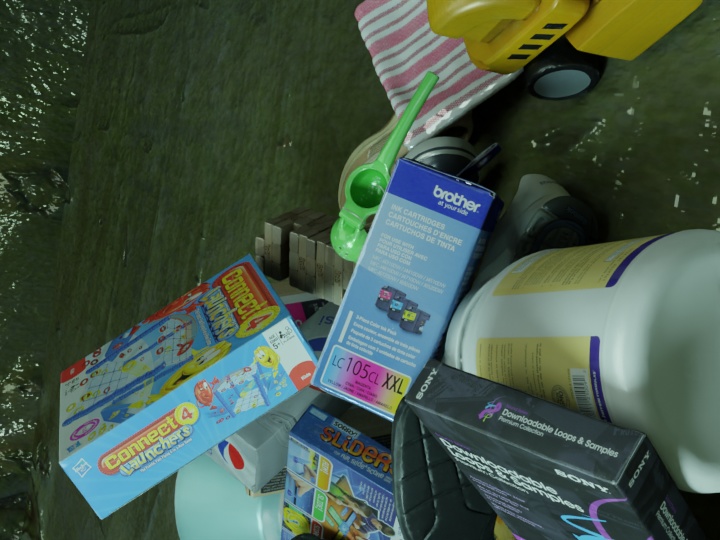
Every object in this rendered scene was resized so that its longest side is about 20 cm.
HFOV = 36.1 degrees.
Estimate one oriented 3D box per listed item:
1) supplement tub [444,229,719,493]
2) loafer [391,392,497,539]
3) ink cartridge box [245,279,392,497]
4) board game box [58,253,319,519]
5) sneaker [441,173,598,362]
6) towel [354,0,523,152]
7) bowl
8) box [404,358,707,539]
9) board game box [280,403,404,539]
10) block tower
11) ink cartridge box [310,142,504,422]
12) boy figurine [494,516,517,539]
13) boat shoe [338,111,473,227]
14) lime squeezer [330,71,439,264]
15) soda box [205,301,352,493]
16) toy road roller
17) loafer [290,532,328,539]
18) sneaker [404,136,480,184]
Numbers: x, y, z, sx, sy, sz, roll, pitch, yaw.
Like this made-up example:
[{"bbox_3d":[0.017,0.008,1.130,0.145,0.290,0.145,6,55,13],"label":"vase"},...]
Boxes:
[{"bbox_3d":[0.154,0.055,0.679,0.200,0.145,0.146,-8,77,64],"label":"supplement tub"},{"bbox_3d":[0.056,0.166,0.752,0.072,0.072,0.201,-132,29,-70],"label":"loafer"},{"bbox_3d":[-0.044,0.100,1.042,0.075,0.164,0.201,96,160,-45],"label":"ink cartridge box"},{"bbox_3d":[-0.142,0.082,0.882,0.056,0.195,0.200,59,174,-20],"label":"board game box"},{"bbox_3d":[0.118,0.016,0.867,0.201,0.074,0.087,-62,21,25],"label":"sneaker"},{"bbox_3d":[0.070,-0.211,0.972,0.146,0.030,0.201,-37,46,22],"label":"towel"},{"bbox_3d":[-0.074,0.220,1.091,0.105,0.200,0.202,1,85,39],"label":"bowl"},{"bbox_3d":[0.125,0.134,0.639,0.143,0.200,0.036,16,62,43],"label":"box"},{"bbox_3d":[0.000,0.209,0.926,0.034,0.135,0.200,-50,-19,-36],"label":"board game box"},{"bbox_3d":[0.000,0.000,0.942,0.199,0.058,0.054,19,120,32],"label":"block tower"},{"bbox_3d":[0.044,-0.003,0.796,0.136,0.076,0.201,-10,-59,-80],"label":"ink cartridge box"},{"bbox_3d":[0.117,0.184,0.821,0.125,0.064,0.200,-68,27,24],"label":"boy figurine"},{"bbox_3d":[0.038,-0.096,1.033,0.200,0.071,0.065,-52,39,45],"label":"boat shoe"},{"bbox_3d":[0.014,-0.048,0.813,0.038,0.070,0.201,44,135,33],"label":"lime squeezer"},{"bbox_3d":[-0.044,0.094,0.947,0.063,0.200,0.068,34,142,24],"label":"soda box"},{"bbox_3d":[0.133,-0.214,0.779,0.200,0.145,0.124,-35,54,57],"label":"toy road roller"},{"bbox_3d":[0.017,0.278,0.892,0.071,0.200,0.068,-59,-27,-34],"label":"loafer"},{"bbox_3d":[0.057,-0.030,0.977,0.200,0.078,0.080,113,156,-53],"label":"sneaker"}]
